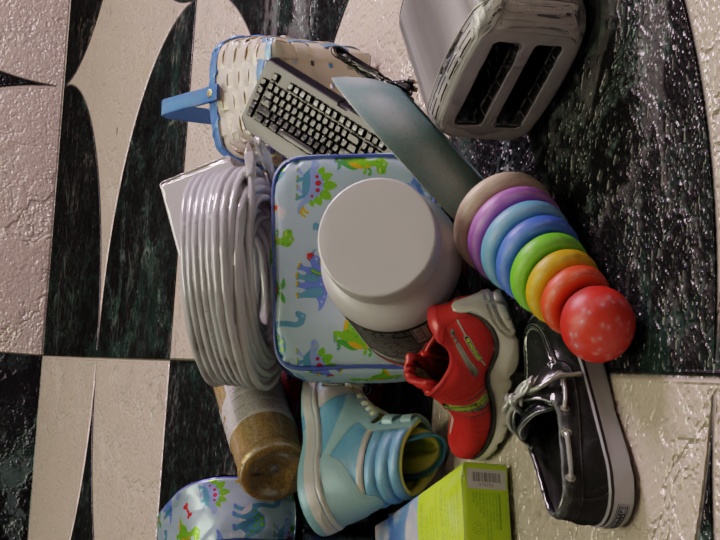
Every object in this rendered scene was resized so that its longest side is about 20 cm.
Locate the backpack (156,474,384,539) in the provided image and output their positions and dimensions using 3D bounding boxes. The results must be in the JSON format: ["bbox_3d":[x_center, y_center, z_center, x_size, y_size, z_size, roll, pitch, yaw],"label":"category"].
[{"bbox_3d":[-0.087,0.271,1.829,0.183,0.198,0.148,125,145,-54],"label":"backpack"}]

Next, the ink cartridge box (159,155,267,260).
[{"bbox_3d":[-0.116,-0.021,1.964,0.200,0.083,0.146,24,-133,-72],"label":"ink cartridge box"}]

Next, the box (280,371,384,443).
[{"bbox_3d":[-0.027,0.066,1.864,0.100,0.094,0.202,-121,40,-61],"label":"box"}]

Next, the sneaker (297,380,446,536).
[{"bbox_3d":[0.016,0.140,1.730,0.201,0.129,0.080,-90,-26,-45],"label":"sneaker"}]

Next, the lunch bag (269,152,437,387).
[{"bbox_3d":[0.000,0.000,1.717,0.083,0.159,0.202,76,-168,-77],"label":"lunch bag"}]

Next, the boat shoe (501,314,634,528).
[{"bbox_3d":[0.140,0.104,1.416,0.074,0.067,0.201,115,153,-44],"label":"boat shoe"}]

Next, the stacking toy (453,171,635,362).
[{"bbox_3d":[0.145,0.003,1.434,0.200,0.085,0.086,-130,48,-55],"label":"stacking toy"}]

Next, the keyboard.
[{"bbox_3d":[-0.018,-0.147,1.833,0.199,0.021,0.128,33,100,26],"label":"keyboard"}]

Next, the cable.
[{"bbox_3d":[-0.111,0.007,1.750,0.201,0.068,0.201,75,-163,-46],"label":"cable"}]

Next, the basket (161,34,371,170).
[{"bbox_3d":[-0.091,-0.170,1.995,0.199,0.175,0.141,-3,85,60],"label":"basket"}]

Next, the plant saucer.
[{"bbox_3d":[0.056,-0.096,1.596,0.039,0.201,0.201,-43,28,5],"label":"plant saucer"}]

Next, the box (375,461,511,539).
[{"bbox_3d":[0.067,0.245,1.618,0.200,0.047,0.123,133,139,-61],"label":"box"}]

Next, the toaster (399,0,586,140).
[{"bbox_3d":[0.101,-0.194,1.540,0.201,0.112,0.130,119,148,-48],"label":"toaster"}]

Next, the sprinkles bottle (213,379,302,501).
[{"bbox_3d":[-0.099,0.127,1.809,0.201,0.068,0.069,-114,35,-55],"label":"sprinkles bottle"}]

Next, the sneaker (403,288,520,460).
[{"bbox_3d":[0.075,0.082,1.552,0.201,0.084,0.078,91,170,-51],"label":"sneaker"}]

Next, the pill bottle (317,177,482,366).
[{"bbox_3d":[0.032,0.002,1.566,0.200,0.114,0.117,55,-146,-71],"label":"pill bottle"}]
